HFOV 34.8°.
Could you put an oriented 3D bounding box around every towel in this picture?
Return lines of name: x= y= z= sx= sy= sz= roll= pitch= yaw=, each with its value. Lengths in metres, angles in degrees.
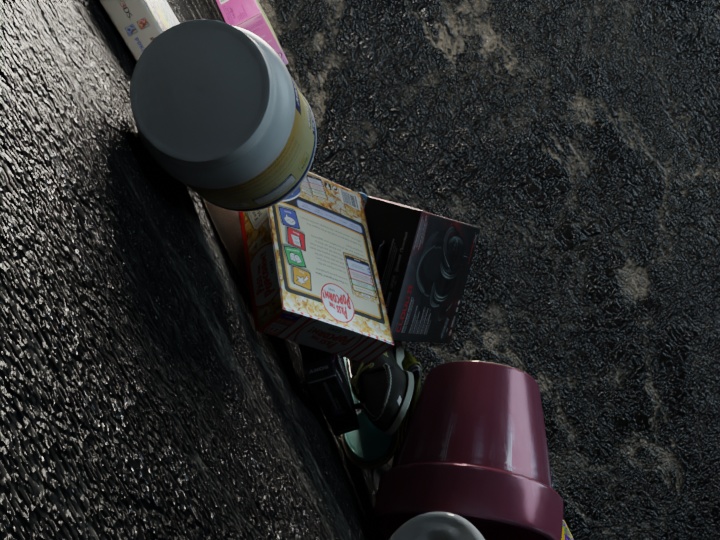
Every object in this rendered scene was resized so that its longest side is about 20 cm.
towel: x=0.035 y=0.162 z=1.410 sx=0.200 sy=0.023 sz=0.145 roll=-144 pitch=-120 yaw=-75

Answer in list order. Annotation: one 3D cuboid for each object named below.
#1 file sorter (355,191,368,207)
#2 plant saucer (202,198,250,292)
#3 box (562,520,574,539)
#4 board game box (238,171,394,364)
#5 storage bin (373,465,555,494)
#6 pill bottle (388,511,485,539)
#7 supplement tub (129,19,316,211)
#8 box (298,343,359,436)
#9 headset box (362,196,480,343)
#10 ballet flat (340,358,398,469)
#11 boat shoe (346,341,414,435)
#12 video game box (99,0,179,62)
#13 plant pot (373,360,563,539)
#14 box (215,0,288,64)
file sorter: x=0.000 y=0.000 z=1.470 sx=0.200 sy=0.122 sz=0.140 roll=34 pitch=49 yaw=-60
plant saucer: x=-0.123 y=-0.035 z=1.261 sx=0.200 sy=0.032 sz=0.201 roll=-90 pitch=154 yaw=-85
box: x=0.372 y=0.646 z=2.337 sx=0.194 sy=0.199 sz=0.122 roll=65 pitch=3 yaw=24
board game box: x=-0.050 y=-0.014 z=1.190 sx=0.151 sy=0.046 sz=0.201 roll=21 pitch=44 yaw=-38
storage bin: x=0.124 y=0.250 z=1.408 sx=0.094 sy=0.199 sz=0.135 roll=62 pitch=3 yaw=-7
pill bottle: x=0.098 y=0.329 z=1.149 sx=0.111 sy=0.110 sz=0.200 roll=65 pitch=4 yaw=39
supplement tub: x=-0.122 y=-0.138 z=1.047 sx=0.145 sy=0.144 sz=0.200 roll=64 pitch=3 yaw=8
box: x=-0.047 y=0.063 z=1.262 sx=0.143 sy=0.036 sz=0.201 roll=70 pitch=6 yaw=-59
headset box: x=0.053 y=0.002 z=1.328 sx=0.200 sy=0.077 sz=0.150 roll=11 pitch=95 yaw=-64
ballet flat: x=0.005 y=0.179 z=1.347 sx=0.071 sy=0.070 sz=0.200 roll=61 pitch=4 yaw=-34
boat shoe: x=0.016 y=0.121 z=1.294 sx=0.060 sy=0.072 sz=0.201 roll=29 pitch=13 yaw=-12
video game box: x=-0.232 y=-0.273 z=1.252 sx=0.200 sy=0.047 sz=0.183 roll=-113 pitch=177 yaw=-56
plant pot: x=0.124 y=0.204 z=1.247 sx=0.200 sy=0.199 sz=0.180 roll=59 pitch=37 yaw=-58
box: x=-0.289 y=-0.637 z=2.989 sx=0.177 sy=0.096 sz=0.200 roll=65 pitch=4 yaw=35
